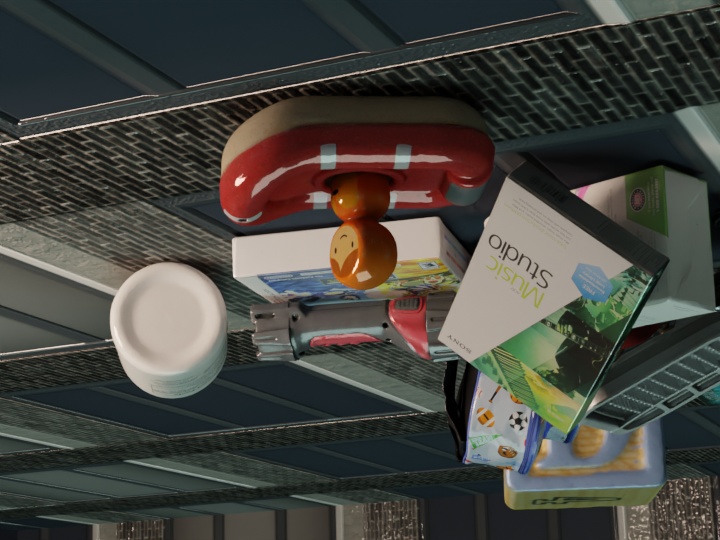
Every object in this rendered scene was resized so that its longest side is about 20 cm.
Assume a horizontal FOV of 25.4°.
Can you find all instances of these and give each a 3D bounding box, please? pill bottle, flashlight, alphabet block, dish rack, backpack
[{"bbox_3d":[-0.192,0.070,1.633,0.114,0.115,0.200,0,166,-5],"label":"pill bottle"},{"bbox_3d":[-0.001,0.060,1.538,0.199,0.068,0.068,-6,168,10],"label":"flashlight"},{"bbox_3d":[0.273,0.193,2.009,0.196,0.196,0.200,-1,166,5],"label":"alphabet block"},{"bbox_3d":[0.283,0.089,1.470,0.171,0.044,0.200,-31,161,16],"label":"dish rack"},{"bbox_3d":[0.161,0.115,1.656,0.154,0.191,0.200,15,167,11],"label":"backpack"}]

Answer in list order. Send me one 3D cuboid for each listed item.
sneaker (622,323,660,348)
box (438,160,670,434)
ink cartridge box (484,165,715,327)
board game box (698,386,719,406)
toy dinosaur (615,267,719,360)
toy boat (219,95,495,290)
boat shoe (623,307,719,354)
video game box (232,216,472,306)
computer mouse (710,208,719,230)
[{"bbox_3d":[0.204,0.015,1.508,0.200,0.079,0.115,7,-152,33],"label":"sneaker"},{"bbox_3d":[0.154,0.026,1.324,0.036,0.144,0.200,-38,156,-41],"label":"box"},{"bbox_3d":[0.201,-0.008,1.373,0.067,0.117,0.200,12,162,-42],"label":"ink cartridge box"},{"bbox_3d":[0.526,0.155,2.208,0.135,0.028,0.200,-7,164,23],"label":"board game box"},{"bbox_3d":[0.312,0.035,1.500,0.200,0.048,0.088,-29,168,-2],"label":"toy dinosaur"},{"bbox_3d":[-0.002,-0.050,1.162,0.199,0.131,0.131,-1,165,-4],"label":"toy boat"},{"bbox_3d":[0.335,0.071,1.785,0.072,0.068,0.200,11,161,-40],"label":"boat shoe"},{"bbox_3d":[0.000,0.000,1.528,0.199,0.047,0.182,-6,167,15],"label":"video game box"},{"bbox_3d":[0.267,-0.027,1.454,0.199,0.044,0.110,-7,166,18],"label":"computer mouse"}]
